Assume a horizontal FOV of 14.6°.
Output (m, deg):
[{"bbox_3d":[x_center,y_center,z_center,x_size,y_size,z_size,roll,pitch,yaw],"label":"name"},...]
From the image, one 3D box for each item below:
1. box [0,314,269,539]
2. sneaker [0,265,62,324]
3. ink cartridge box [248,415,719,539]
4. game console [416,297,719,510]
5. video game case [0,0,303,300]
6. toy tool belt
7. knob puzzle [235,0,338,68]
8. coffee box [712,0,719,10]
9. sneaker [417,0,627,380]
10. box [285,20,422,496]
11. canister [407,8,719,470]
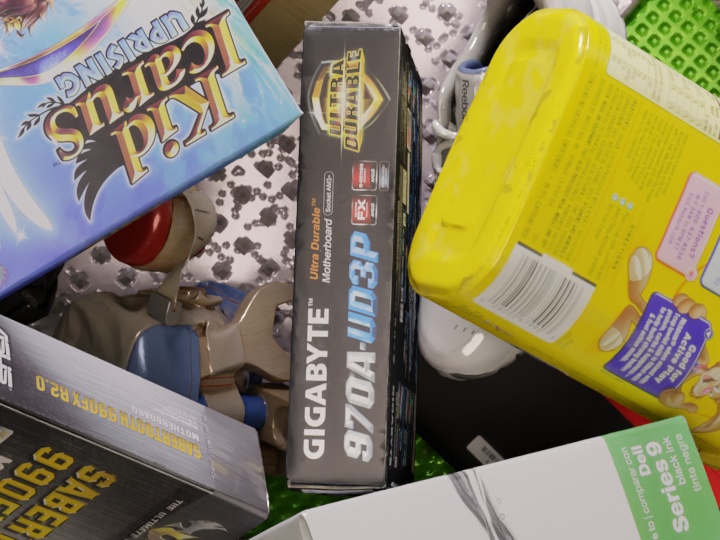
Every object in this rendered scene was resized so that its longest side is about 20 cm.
[{"bbox_3d":[-0.163,0.108,1.185,0.158,0.049,0.200,28,129,-37],"label":"box"},{"bbox_3d":[-0.201,0.010,1.218,0.111,0.200,0.077,-40,77,19],"label":"sneaker"},{"bbox_3d":[0.039,0.137,1.212,0.199,0.146,0.084,-11,77,-31],"label":"ink cartridge box"},{"bbox_3d":[0.122,0.047,1.350,0.200,0.031,0.177,44,96,-5],"label":"game console"},{"bbox_3d":[-0.154,-0.090,1.160,0.199,0.045,0.182,-32,93,-13],"label":"video game case"},{"bbox_3d":[-0.081,0.053,1.312,0.122,0.125,0.201,7,101,-41],"label":"toy tool belt"},{"bbox_3d":[-0.102,-0.172,1.283,0.218,0.030,0.221,9,125,14],"label":"knob puzzle"},{"bbox_3d":[0.304,-0.118,1.246,0.200,0.200,0.198,-42,96,0],"label":"coffee box"},{"bbox_3d":[0.058,-0.050,1.286,0.074,0.087,0.201,7,78,32],"label":"sneaker"},{"bbox_3d":[0.000,0.000,1.256,0.046,0.159,0.201,1,85,5],"label":"box"},{"bbox_3d":[0.133,-0.010,1.244,0.199,0.086,0.149,29,81,-28],"label":"canister"}]
